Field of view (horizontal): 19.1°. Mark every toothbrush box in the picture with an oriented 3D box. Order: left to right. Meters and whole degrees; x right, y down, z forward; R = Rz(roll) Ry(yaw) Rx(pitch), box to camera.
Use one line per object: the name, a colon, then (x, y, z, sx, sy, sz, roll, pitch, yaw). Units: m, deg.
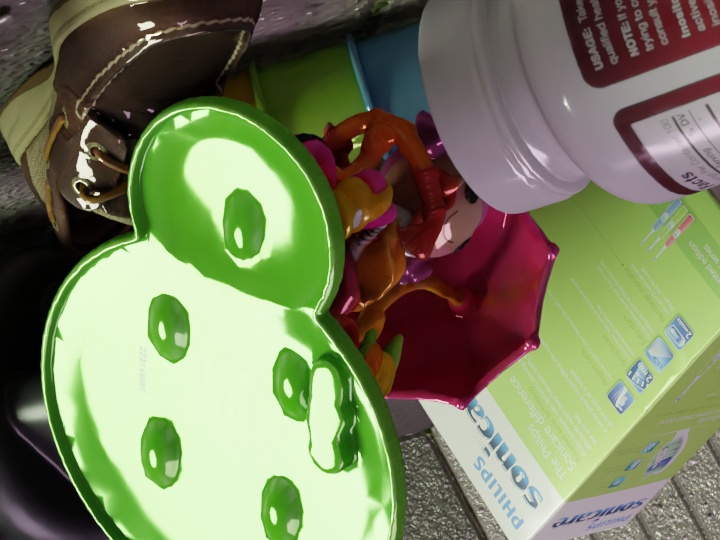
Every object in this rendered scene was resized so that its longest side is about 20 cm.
toothbrush box: (0.112, 0.009, 0.978, 0.086, 0.146, 0.200, -5, 142, -45)

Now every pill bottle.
pill bottle: (0.124, -0.089, 0.712, 0.200, 0.113, 0.113, -19, 170, 29)

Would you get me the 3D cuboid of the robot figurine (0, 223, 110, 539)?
robot figurine: (-0.160, 0.057, 0.862, 0.200, 0.125, 0.150, -11, -173, 34)

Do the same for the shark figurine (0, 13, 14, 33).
shark figurine: (-0.182, -0.031, 0.671, 0.128, 0.090, 0.214, -19, 172, 20)

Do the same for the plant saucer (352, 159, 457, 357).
plant saucer: (-0.025, 0.003, 0.945, 0.035, 0.201, 0.200, 33, 148, -22)

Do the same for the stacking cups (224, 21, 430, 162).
stacking cups: (0.021, -0.073, 0.832, 0.200, 0.061, 0.061, -18, 171, 6)

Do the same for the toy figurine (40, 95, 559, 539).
toy figurine: (0.000, 0.000, 0.772, 0.150, 0.200, 0.184, 21, -146, 26)

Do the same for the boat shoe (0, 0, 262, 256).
boat shoe: (-0.077, -0.051, 0.750, 0.072, 0.072, 0.200, -10, 170, -27)

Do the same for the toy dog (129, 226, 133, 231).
toy dog: (-0.161, 0.051, 1.045, 0.200, 0.140, 0.194, -13, 175, -16)
